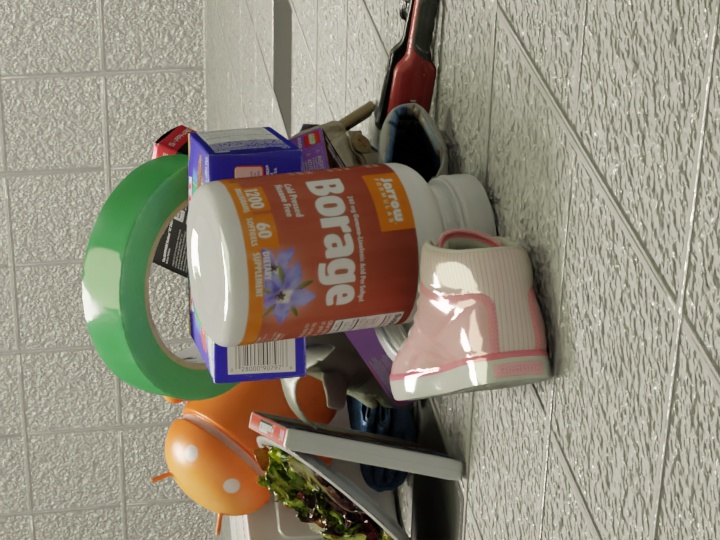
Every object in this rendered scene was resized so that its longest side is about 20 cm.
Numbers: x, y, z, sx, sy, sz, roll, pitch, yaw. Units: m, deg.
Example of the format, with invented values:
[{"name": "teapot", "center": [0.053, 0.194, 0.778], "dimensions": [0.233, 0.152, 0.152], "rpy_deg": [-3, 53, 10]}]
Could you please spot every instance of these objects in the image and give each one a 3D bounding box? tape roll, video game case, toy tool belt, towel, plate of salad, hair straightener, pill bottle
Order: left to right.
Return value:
[{"name": "tape roll", "center": [-0.143, 0.005, 1.597], "dimensions": [0.048, 0.199, 0.203], "rpy_deg": [8, 105, 40]}, {"name": "toy tool belt", "center": [-0.046, -0.065, 1.796], "dimensions": [0.123, 0.124, 0.201], "rpy_deg": [-56, -1, -46]}, {"name": "plate of salad", "center": [-0.018, 0.214, 1.615], "dimensions": [0.199, 0.048, 0.200], "rpy_deg": [38, 165, 12]}, {"name": "pill bottle", "center": [-0.012, -0.015, 1.309], "dimensions": [0.112, 0.198, 0.114], "rpy_deg": [173, 90, -70]}, {"name": "video game case", "center": [-0.008, 0.141, 1.547], "dimensions": [0.200, 0.141, 0.018], "rpy_deg": [177, 105, -79]}, {"name": "towel", "center": [0.008, 0.095, 1.746], "dimensions": [0.112, 0.048, 0.201], "rpy_deg": [96, 167, -49]}, {"name": "hair straightener", "center": [0.035, -0.190, 1.482], "dimensions": [0.077, 0.040, 0.202], "rpy_deg": [-105, 15, -52]}]

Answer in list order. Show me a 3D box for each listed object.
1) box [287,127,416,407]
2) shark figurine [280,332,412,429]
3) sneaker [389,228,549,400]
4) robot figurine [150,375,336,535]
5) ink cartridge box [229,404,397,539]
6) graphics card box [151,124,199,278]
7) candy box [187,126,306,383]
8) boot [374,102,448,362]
[{"name": "box", "center": [0.000, 0.000, 1.528], "dimensions": [0.200, 0.039, 0.138], "rpy_deg": [57, -163, -48]}, {"name": "shark figurine", "center": [-0.030, 0.057, 1.558], "dimensions": [0.090, 0.128, 0.214], "rpy_deg": [-57, -21, 9]}, {"name": "sneaker", "center": [0.067, 0.029, 1.251], "dimensions": [0.200, 0.075, 0.106], "rpy_deg": [154, 108, -72]}, {"name": "robot figurine", "center": [-0.097, 0.140, 1.734], "dimensions": [0.116, 0.200, 0.144], "rpy_deg": [20, 155, 46]}, {"name": "ink cartridge box", "center": [-0.051, 0.237, 1.867], "dimensions": [0.201, 0.144, 0.148], "rpy_deg": [100, 164, -59]}, {"name": "graphics card box", "center": [-0.100, -0.035, 1.718], "dimensions": [0.051, 0.198, 0.126], "rpy_deg": [-46, -24, -55]}, {"name": "candy box", "center": [-0.090, -0.017, 1.458], "dimensions": [0.200, 0.076, 0.171], "rpy_deg": [-136, 45, -78]}, {"name": "boot", "center": [0.038, -0.027, 1.417], "dimensions": [0.096, 0.073, 0.202], "rpy_deg": [87, 175, -54]}]
